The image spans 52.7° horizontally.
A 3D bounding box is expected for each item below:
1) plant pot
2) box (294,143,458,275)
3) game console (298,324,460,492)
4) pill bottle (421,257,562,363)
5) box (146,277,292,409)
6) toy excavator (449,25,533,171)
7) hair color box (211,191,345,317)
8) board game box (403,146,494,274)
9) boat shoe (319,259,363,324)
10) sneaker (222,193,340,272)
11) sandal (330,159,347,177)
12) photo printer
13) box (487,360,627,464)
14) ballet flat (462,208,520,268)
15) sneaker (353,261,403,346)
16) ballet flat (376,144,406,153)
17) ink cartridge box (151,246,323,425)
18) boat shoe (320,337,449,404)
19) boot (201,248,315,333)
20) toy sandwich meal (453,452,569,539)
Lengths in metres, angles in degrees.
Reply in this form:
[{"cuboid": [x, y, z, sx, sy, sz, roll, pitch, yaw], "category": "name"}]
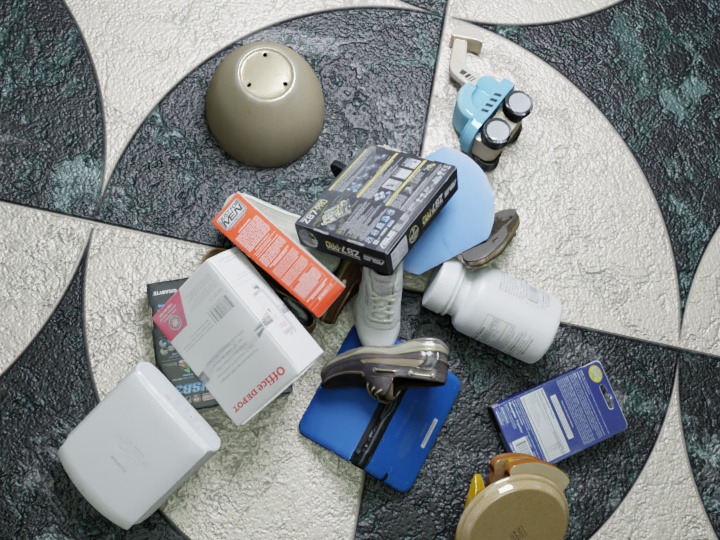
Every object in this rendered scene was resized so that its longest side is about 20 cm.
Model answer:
[{"cuboid": [-0.150, -0.281, 1.155, 0.198, 0.134, 0.202, 2, 79, -8], "category": "plant pot"}, {"cuboid": [0.026, -0.095, 1.045, 0.160, 0.049, 0.200, 20, 53, 27], "category": "box"}, {"cuboid": [0.033, 0.213, 1.140, 0.170, 0.118, 0.201, 38, 74, -31], "category": "game console"}, {"cuboid": [0.204, 0.056, 1.146, 0.199, 0.114, 0.115, 25, 76, -3], "category": "pill bottle"}, {"cuboid": [-0.215, 0.105, 1.111, 0.198, 0.050, 0.201, -9, 81, -11], "category": "box"}, {"cuboid": [0.198, -0.303, 1.236, 0.199, 0.100, 0.195, 37, 75, 9], "category": "toy excavator"}, {"cuboid": [-0.116, -0.022, 1.047, 0.200, 0.102, 0.061, 42, 88, -4], "category": "hair color box"}, {"cuboid": [0.110, -0.090, 1.134, 0.199, 0.039, 0.159, -28, 82, 8], "category": "board game box"}, {"cuboid": [0.000, 0.000, 1.150, 0.067, 0.072, 0.201, 29, 77, -3], "category": "boat shoe"}, {"cuboid": [-0.121, -0.059, 1.140, 0.199, 0.085, 0.075, 32, 88, -6], "category": "sneaker"}, {"cuboid": [0.039, -0.125, 1.184, 0.200, 0.075, 0.048, 33, 77, -10], "category": "sandal"}, {"cuboid": [-0.320, 0.255, 1.028, 0.200, 0.069, 0.167, -43, 88, 10], "category": "photo printer"}, {"cuboid": [0.317, 0.236, 1.166, 0.198, 0.032, 0.122, -21, 82, -9], "category": "box"}, {"cuboid": [0.214, -0.045, 1.156, 0.067, 0.200, 0.047, -6, 112, 28], "category": "ballet flat"}, {"cuboid": [0.024, 0.035, 1.079, 0.074, 0.100, 0.202, 3, 99, 4], "category": "sneaker"}, {"cuboid": [0.099, -0.144, 1.206, 0.200, 0.072, 0.072, 39, 76, -1], "category": "ballet flat"}, {"cuboid": [-0.173, 0.093, 1.021, 0.146, 0.083, 0.200, -41, 87, 26], "category": "ink cartridge box"}, {"cuboid": [0.034, 0.152, 1.062, 0.198, 0.075, 0.074, -14, 59, 17], "category": "boat shoe"}, {"cuboid": [-0.148, 0.027, 1.077, 0.199, 0.075, 0.074, 34, 75, -1], "category": "boot"}, {"cuboid": [0.225, 0.373, 1.102, 0.203, 0.070, 0.207, -5, 109, -13], "category": "toy sandwich meal"}]
